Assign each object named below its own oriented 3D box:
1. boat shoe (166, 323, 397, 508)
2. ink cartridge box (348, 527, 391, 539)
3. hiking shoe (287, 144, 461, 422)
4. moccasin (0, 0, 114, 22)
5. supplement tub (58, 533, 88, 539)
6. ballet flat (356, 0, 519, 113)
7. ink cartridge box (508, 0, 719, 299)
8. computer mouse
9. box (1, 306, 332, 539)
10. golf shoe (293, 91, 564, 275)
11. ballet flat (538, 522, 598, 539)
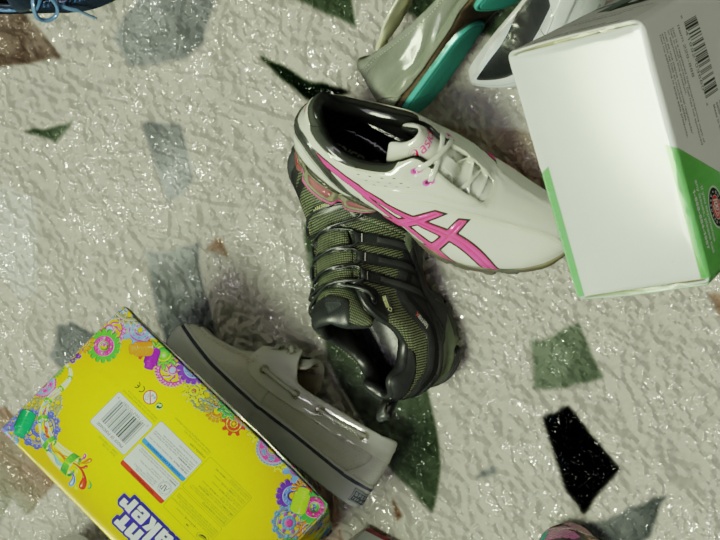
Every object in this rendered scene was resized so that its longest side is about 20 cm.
[{"bbox_3d":[-0.056,0.090,1.236,0.200,0.071,0.070,37,90,25],"label":"boat shoe"},{"bbox_3d":[0.009,0.329,1.232,0.145,0.145,0.201,25,118,19],"label":"ink cartridge box"},{"bbox_3d":[0.000,0.000,1.145,0.076,0.101,0.201,-26,94,33],"label":"hiking shoe"},{"bbox_3d":[-0.243,-0.213,1.224,0.199,0.068,0.081,-9,103,31],"label":"moccasin"},{"bbox_3d":[-0.228,0.334,1.367,0.200,0.145,0.145,51,123,4],"label":"supplement tub"},{"bbox_3d":[0.066,-0.180,1.066,0.200,0.067,0.064,-45,75,33],"label":"ballet flat"},{"bbox_3d":[0.180,-0.086,0.956,0.084,0.200,0.147,-10,102,34],"label":"ink cartridge box"},{"bbox_3d":[0.138,-0.173,1.017,0.044,0.110,0.200,45,132,7],"label":"computer mouse"},{"bbox_3d":[-0.131,0.153,1.205,0.200,0.193,0.122,43,80,10],"label":"box"},{"bbox_3d":[0.047,-0.056,1.085,0.199,0.073,0.092,21,162,6],"label":"golf shoe"},{"bbox_3d":[0.184,0.268,1.157,0.069,0.071,0.200,-39,87,33],"label":"ballet flat"}]
